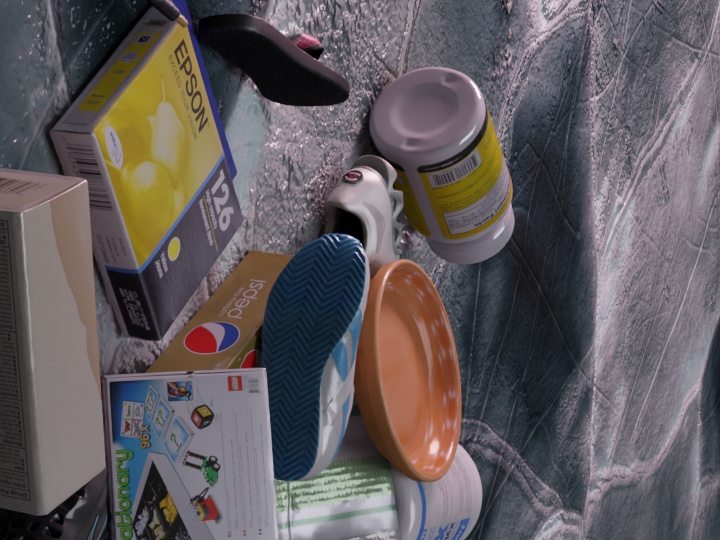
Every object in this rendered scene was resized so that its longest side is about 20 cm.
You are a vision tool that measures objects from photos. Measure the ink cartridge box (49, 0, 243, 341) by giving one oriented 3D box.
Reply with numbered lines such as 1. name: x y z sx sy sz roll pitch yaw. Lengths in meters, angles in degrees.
1. ink cartridge box: -0.141 -0.085 1.303 0.200 0.047 0.198 -58 146 -39

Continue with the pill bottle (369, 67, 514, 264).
1. pill bottle: 0.087 -0.098 1.737 0.200 0.114 0.114 64 40 -53

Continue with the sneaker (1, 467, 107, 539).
1. sneaker: -0.220 0.207 1.173 0.200 0.075 0.079 -57 149 -44

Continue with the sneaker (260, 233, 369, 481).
1. sneaker: -0.037 0.068 1.405 0.081 0.076 0.200 21 84 -74

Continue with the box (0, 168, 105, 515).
1. box: -0.222 0.043 1.095 0.078 0.095 0.200 -37 132 -59

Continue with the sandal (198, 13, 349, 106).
1. sandal: -0.064 -0.178 1.421 0.200 0.075 0.045 34 55 -62

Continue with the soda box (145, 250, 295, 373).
1. soda box: -0.100 0.064 1.418 0.200 0.064 0.068 -54 143 -49

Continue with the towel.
1. towel: -0.028 0.210 1.518 0.149 0.031 0.200 -6 84 -32

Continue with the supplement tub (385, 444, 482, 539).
1. supplement tub: 0.026 0.220 1.676 0.200 0.132 0.132 5 92 -66

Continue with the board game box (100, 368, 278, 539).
1. board game box: -0.125 0.174 1.279 0.035 0.126 0.200 158 -70 -66

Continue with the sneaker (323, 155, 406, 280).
1. sneaker: 0.000 0.000 1.635 0.089 0.074 0.200 -42 130 -44

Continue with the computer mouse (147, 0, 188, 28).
1. computer mouse: -0.116 -0.235 1.268 0.200 0.046 0.141 41 43 -63

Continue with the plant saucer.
1. plant saucer: 0.039 0.091 1.570 0.200 0.037 0.200 -9 90 -67
